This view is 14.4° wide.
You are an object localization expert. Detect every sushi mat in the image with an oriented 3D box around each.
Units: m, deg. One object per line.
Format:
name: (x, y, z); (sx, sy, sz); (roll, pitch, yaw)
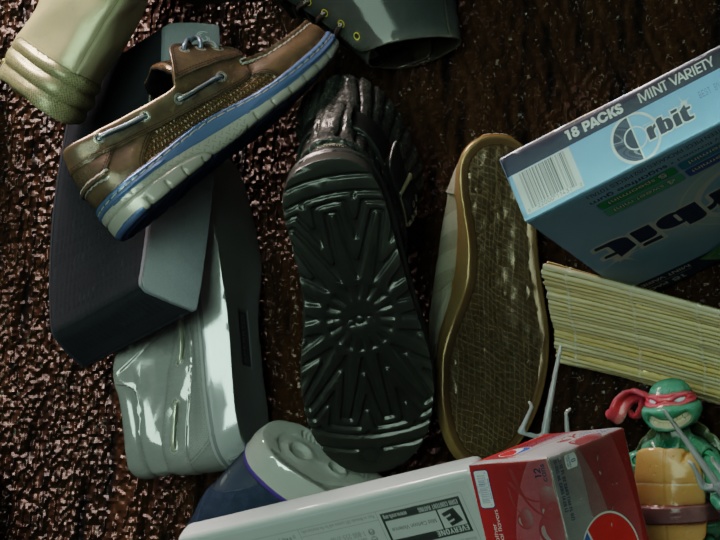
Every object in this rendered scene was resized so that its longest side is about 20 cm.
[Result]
sushi mat: (0.199, 0.049, 1.640); (0.199, 0.096, 0.012); (15, 55, 26)

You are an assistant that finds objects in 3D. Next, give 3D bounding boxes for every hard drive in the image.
hard drive: (-0.144, -0.052, 1.787); (0.135, 0.042, 0.201); (-26, 52, 45)

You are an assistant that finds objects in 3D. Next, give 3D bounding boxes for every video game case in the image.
video game case: (0.015, 0.208, 1.649); (0.199, 0.023, 0.183); (-15, 109, 27)

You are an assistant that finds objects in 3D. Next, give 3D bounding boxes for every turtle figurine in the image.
turtle figurine: (0.176, 0.137, 1.624); (0.149, 0.100, 0.201); (-5, 93, 40)

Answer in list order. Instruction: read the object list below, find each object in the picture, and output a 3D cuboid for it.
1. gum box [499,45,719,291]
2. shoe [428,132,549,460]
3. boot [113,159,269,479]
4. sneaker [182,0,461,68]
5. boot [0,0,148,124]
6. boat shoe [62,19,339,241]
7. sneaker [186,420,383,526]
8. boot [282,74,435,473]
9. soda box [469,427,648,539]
gum box: (0.192, -0.057, 1.605); (0.169, 0.200, 0.045); (-27, 68, 15)
shoe: (0.078, 0.020, 1.724); (0.070, 0.053, 0.201); (6, 83, -9)
boot: (-0.115, 0.031, 1.786); (0.095, 0.074, 0.201); (-10, 71, 21)
sneaker: (-0.033, -0.174, 1.796); (0.199, 0.075, 0.107); (-10, 73, 19)
boot: (-0.177, -0.179, 1.820); (0.156, 0.073, 0.200); (-61, 22, 8)
boat shoe: (-0.095, -0.103, 1.715); (0.072, 0.072, 0.200); (48, 57, 2)
sneaker: (-0.017, 0.198, 1.716); (0.200, 0.081, 0.147); (37, 118, 6)
boot: (0.002, -0.001, 1.717); (0.079, 0.158, 0.212); (-4, 109, 3)
soda box: (0.124, 0.192, 1.574); (0.063, 0.070, 0.201); (-9, 96, 46)
